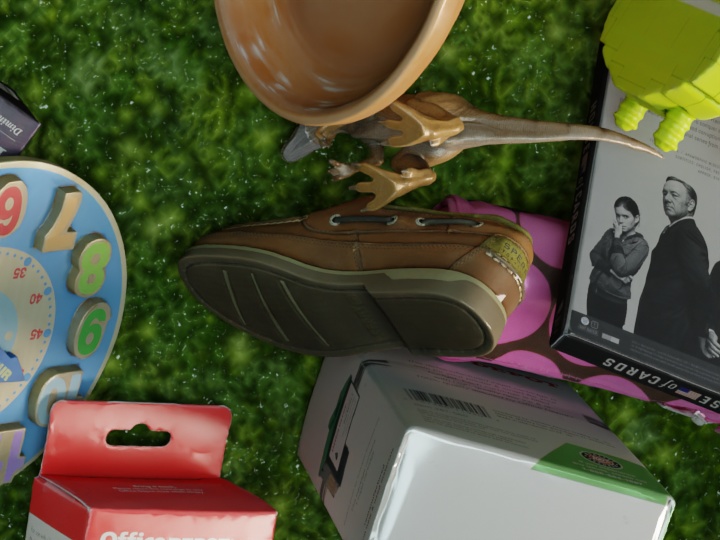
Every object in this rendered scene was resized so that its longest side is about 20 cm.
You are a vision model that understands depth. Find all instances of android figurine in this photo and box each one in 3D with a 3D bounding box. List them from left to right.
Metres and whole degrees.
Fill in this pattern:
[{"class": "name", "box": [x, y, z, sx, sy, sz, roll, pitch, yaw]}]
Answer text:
[{"class": "android figurine", "box": [0.194, -0.154, 1.447, 0.041, 0.182, 0.200, 29, 91, -27]}]

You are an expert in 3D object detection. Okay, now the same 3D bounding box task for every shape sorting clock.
[{"class": "shape sorting clock", "box": [-0.197, 0.036, 1.422, 0.200, 0.039, 0.200, -29, 138, -30]}]

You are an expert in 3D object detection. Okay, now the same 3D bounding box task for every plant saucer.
[{"class": "plant saucer", "box": [-0.003, -0.171, 1.405, 0.037, 0.200, 0.201, 4, 101, -38]}]

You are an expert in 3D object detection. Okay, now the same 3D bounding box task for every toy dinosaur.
[{"class": "toy dinosaur", "box": [0.045, -0.074, 1.442, 0.199, 0.106, 0.061, 5, 112, 22]}]

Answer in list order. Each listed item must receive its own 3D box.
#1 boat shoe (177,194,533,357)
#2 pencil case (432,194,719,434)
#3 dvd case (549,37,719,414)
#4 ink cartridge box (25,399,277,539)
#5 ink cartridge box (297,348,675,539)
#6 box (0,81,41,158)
[{"class": "boat shoe", "box": [0.000, 0.000, 1.458, 0.068, 0.200, 0.072, -60, 142, -31]}, {"class": "pencil case", "box": [0.125, 0.024, 1.516, 0.199, 0.091, 0.094, 14, 98, -12]}, {"class": "dvd case", "box": [0.184, -0.023, 1.494, 0.150, 0.025, 0.200, 21, 58, -15]}, {"class": "ink cartridge box", "box": [-0.116, 0.174, 1.486, 0.116, 0.067, 0.201, 3, 101, -33]}, {"class": "ink cartridge box", "box": [0.059, 0.105, 1.459, 0.146, 0.200, 0.085, 16, 100, -14]}, {"class": "box", "box": [-0.284, -0.080, 1.401, 0.200, 0.079, 0.141, 35, 94, -24]}]
